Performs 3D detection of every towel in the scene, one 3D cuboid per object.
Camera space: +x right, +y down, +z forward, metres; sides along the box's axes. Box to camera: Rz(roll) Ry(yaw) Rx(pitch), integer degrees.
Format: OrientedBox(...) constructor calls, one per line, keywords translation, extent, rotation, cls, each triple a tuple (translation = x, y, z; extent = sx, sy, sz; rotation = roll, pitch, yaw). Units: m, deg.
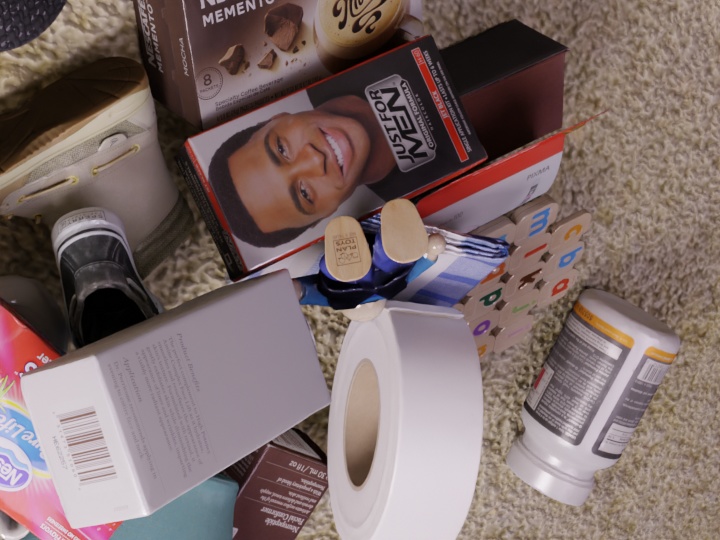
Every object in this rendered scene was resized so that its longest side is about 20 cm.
OrientedBox(translation=(0.003, -0.004, 1.063), extent=(0.197, 0.024, 0.147), rotation=(11, 151, -22), cls="towel")

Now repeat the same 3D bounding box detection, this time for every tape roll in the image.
OrientedBox(translation=(0.032, 0.126, 1.085), extent=(0.070, 0.203, 0.205), rotation=(6, 114, -15), cls="tape roll")

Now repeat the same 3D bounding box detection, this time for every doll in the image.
OrientedBox(translation=(0.000, 0.000, 0.961), extent=(0.135, 0.049, 0.200), rotation=(-17, 169, -5), cls="doll")

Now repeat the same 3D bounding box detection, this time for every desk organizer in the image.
OrientedBox(translation=(0.077, -0.131, 1.114), extent=(0.198, 0.072, 0.078), rotation=(-26, 133, -26), cls="desk organizer")

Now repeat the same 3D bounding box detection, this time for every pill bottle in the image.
OrientedBox(translation=(0.234, 0.130, 1.375), extent=(0.116, 0.116, 0.202), rotation=(15, 106, -44), cls="pill bottle")

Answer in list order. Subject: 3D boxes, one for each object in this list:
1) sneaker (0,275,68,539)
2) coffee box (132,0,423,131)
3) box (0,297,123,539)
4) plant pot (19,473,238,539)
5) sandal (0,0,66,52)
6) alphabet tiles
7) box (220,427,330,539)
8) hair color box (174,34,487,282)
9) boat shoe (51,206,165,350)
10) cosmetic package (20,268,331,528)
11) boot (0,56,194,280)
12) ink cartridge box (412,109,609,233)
OrientedBox(translation=(-0.244, 0.097, 0.951), extent=(0.075, 0.081, 0.202), rotation=(-2, 125, -13), cls="sneaker")
OrientedBox(translation=(-0.057, -0.194, 0.953), extent=(0.198, 0.080, 0.114), rotation=(-25, 130, -27), cls="coffee box")
OrientedBox(translation=(-0.227, 0.088, 0.862), extent=(0.100, 0.095, 0.200), rotation=(-49, 123, -10), cls="box")
OrientedBox(translation=(-0.182, 0.232, 1.034), extent=(0.199, 0.198, 0.190), rotation=(28, 78, -46), cls="plant pot")
OrientedBox(translation=(-0.208, -0.232, 0.836), extent=(0.075, 0.045, 0.203), rotation=(18, 89, -50), cls="sandal")
OrientedBox(translation=(0.130, 0.017, 1.251), extent=(0.194, 0.015, 0.201), rotation=(-26, 145, -22), cls="alphabet tiles")
OrientedBox(translation=(-0.118, 0.227, 1.166), extent=(0.100, 0.075, 0.201), rotation=(27, 99, -47), cls="box")
OrientedBox(translation=(-0.020, -0.080, 0.951), extent=(0.198, 0.061, 0.103), rotation=(-27, 91, -19), cls="hair color box")
OrientedBox(translation=(-0.173, 0.040, 0.924), extent=(0.071, 0.072, 0.201), rotation=(-14, 148, -2), cls="boat shoe")
OrientedBox(translation=(-0.111, 0.076, 0.854), extent=(0.199, 0.073, 0.103), rotation=(-24, 97, -56), cls="cosmetic package")
OrientedBox(translation=(-0.215, -0.038, 0.925), extent=(0.199, 0.072, 0.156), rotation=(-32, 137, -17), cls="boot")
OrientedBox(translation=(0.100, -0.059, 1.099), extent=(0.161, 0.199, 0.058), rotation=(-26, 96, -25), cls="ink cartridge box")
